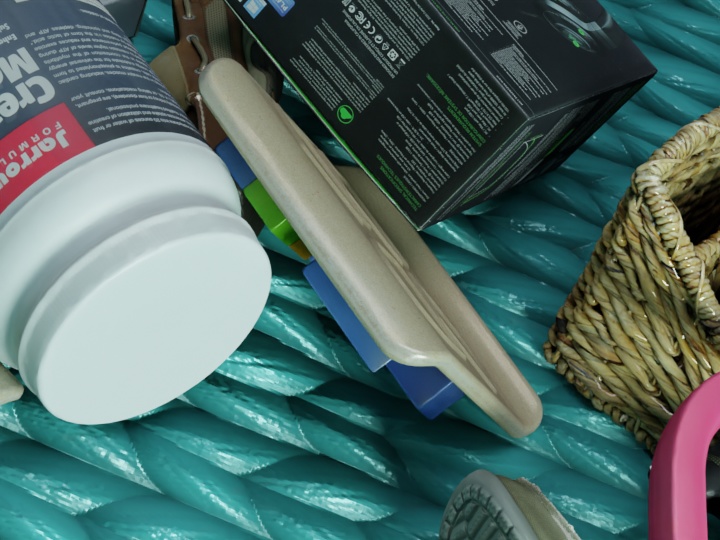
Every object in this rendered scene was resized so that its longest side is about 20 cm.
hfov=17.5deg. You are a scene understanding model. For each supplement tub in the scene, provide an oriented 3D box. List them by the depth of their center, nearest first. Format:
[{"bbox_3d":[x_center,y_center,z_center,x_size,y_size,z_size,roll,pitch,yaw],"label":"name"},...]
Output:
[{"bbox_3d":[-0.145,-0.041,1.106,0.140,0.141,0.200,-15,54,-36],"label":"supplement tub"}]

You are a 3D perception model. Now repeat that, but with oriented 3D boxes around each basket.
[{"bbox_3d":[0.219,0.001,1.225,0.143,0.149,0.200,41,43,19],"label":"basket"}]

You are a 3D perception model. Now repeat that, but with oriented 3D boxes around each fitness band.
[{"bbox_3d":[0.199,0.133,1.053,0.143,0.037,0.201,10,55,-11],"label":"fitness band"}]

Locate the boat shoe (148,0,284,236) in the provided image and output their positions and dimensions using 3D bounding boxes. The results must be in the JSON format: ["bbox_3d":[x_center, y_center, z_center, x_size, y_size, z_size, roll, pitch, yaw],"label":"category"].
[{"bbox_3d":[-0.080,-0.086,1.243,0.074,0.076,0.200,2,38,1],"label":"boat shoe"}]

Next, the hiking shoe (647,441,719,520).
[{"bbox_3d":[0.214,0.168,1.119,0.100,0.076,0.200,-23,67,-2],"label":"hiking shoe"}]

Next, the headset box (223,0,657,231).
[{"bbox_3d":[0.048,-0.132,1.267,0.174,0.093,0.200,50,29,8],"label":"headset box"}]

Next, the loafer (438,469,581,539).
[{"bbox_3d":[0.107,0.175,1.057,0.070,0.075,0.200,-14,63,-42],"label":"loafer"}]

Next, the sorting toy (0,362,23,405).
[{"bbox_3d":[-0.278,0.028,1.051,0.185,0.037,0.200,43,44,20],"label":"sorting toy"}]

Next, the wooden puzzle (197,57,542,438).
[{"bbox_3d":[0.000,0.000,1.139,0.185,0.046,0.200,54,8,22],"label":"wooden puzzle"}]

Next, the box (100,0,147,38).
[{"bbox_3d":[-0.239,-0.161,1.264,0.200,0.041,0.156,-25,60,-40],"label":"box"}]
